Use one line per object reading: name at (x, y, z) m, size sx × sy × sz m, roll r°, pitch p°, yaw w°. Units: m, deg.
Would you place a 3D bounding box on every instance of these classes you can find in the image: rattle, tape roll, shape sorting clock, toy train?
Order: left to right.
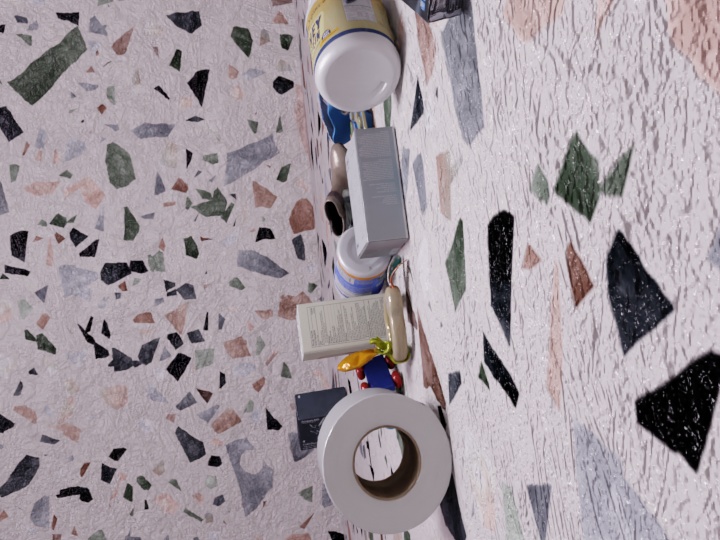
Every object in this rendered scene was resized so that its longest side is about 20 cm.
shape sorting clock at (-0.003, -0.291, 1.480) m, size 0.200 × 0.038 × 0.205 m, roll 174°, pitch 90°, yaw -83°
rattle at (0.022, 0.075, 1.246) m, size 0.131 × 0.140 × 0.203 m, roll -75°, pitch -19°, yaw -54°
toy train at (0.041, 0.237, 1.453) m, size 0.201 × 0.083 × 0.118 m, roll -113°, pitch 5°, yaw -65°
tape roll at (0.032, 0.292, 1.074) m, size 0.139 × 0.198 × 0.208 m, roll 139°, pitch 124°, yaw -80°

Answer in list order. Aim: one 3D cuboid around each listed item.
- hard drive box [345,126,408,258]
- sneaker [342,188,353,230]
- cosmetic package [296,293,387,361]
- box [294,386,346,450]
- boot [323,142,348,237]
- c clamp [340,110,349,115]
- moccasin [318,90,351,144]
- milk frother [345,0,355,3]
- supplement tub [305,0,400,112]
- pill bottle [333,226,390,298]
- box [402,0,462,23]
hard drive box at (0.026, -0.137, 1.246) m, size 0.156 × 0.075 × 0.205 m, roll 128°, pitch 136°, yaw -79°
sneaker at (0.002, -0.118, 1.463) m, size 0.199 × 0.074 × 0.117 m, roll 118°, pitch 144°, yaw -82°
cosmetic package at (-0.027, 0.114, 1.377) m, size 0.087 × 0.195 × 0.106 m, roll 111°, pitch 152°, yaw -71°
box at (-0.143, 0.559, 2.576) m, size 0.125 × 0.195 × 0.199 m, roll -108°, pitch 13°, yaw -47°
boot at (-0.047, -0.182, 1.587) m, size 0.146 × 0.069 × 0.203 m, roll -50°, pitch -57°, yaw -57°
c clamp at (-0.020, -0.436, 1.426) m, size 0.172 × 0.027 × 0.203 m, roll -120°, pitch 40°, yaw -51°
moccasin at (-0.053, -0.365, 1.591) m, size 0.069 × 0.080 × 0.201 m, roll 56°, pitch 171°, yaw 18°
milk frother at (0.007, -0.523, 0.944) m, size 0.189 × 0.181 × 0.199 m, roll 51°, pitch 142°, yaw -8°
supplement tub at (-0.017, -0.383, 1.134) m, size 0.146 × 0.141 × 0.203 m, roll 95°, pitch 167°, yaw -54°
pill bottle at (0.000, 0.000, 1.418) m, size 0.201 × 0.109 × 0.114 m, roll 100°, pitch 162°, yaw -65°
box at (0.062, -0.400, 0.734) m, size 0.159 × 0.049 × 0.202 m, roll 56°, pitch 156°, yaw 38°
